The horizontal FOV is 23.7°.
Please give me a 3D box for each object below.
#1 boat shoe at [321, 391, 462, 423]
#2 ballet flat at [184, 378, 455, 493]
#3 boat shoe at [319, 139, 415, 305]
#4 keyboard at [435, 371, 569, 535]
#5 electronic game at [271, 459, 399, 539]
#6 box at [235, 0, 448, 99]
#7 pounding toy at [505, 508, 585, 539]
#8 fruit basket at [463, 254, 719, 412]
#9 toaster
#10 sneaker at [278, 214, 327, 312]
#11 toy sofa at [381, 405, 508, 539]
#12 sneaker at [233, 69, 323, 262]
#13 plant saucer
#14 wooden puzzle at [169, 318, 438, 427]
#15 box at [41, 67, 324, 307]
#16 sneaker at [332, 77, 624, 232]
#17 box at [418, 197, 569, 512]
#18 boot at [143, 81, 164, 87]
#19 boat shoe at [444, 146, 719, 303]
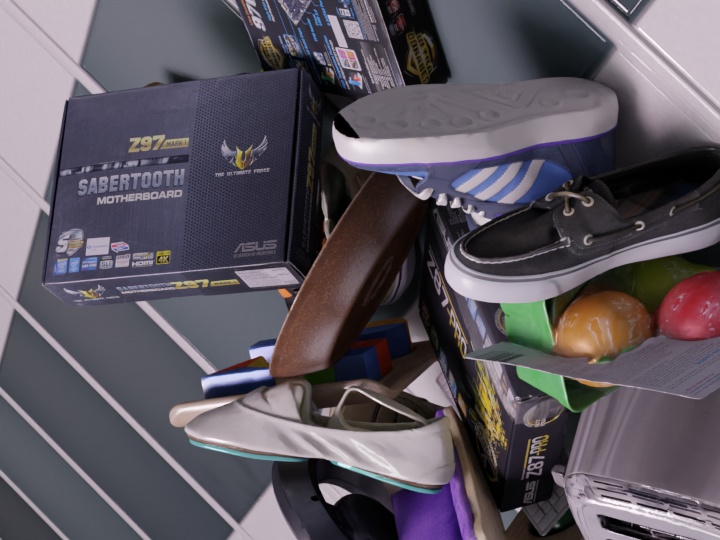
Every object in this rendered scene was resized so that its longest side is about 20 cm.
[{"bbox_3d":[0.037,0.141,1.456,0.200,0.075,0.068,19,170,-39],"label":"boat shoe"},{"bbox_3d":[-0.026,0.112,1.257,0.200,0.069,0.069,11,144,4],"label":"ballet flat"},{"bbox_3d":[-0.004,-0.040,1.385,0.072,0.062,0.200,28,146,31],"label":"boat shoe"},{"bbox_3d":[0.117,0.126,1.360,0.011,0.056,0.200,34,-166,-39],"label":"keyboard"},{"bbox_3d":[0.008,0.214,1.374,0.200,0.042,0.200,38,-164,-13],"label":"electronic game"},{"bbox_3d":[-0.033,-0.216,1.223,0.159,0.046,0.200,16,139,43],"label":"box"},{"bbox_3d":[0.180,0.228,1.375,0.142,0.184,0.200,-20,110,46],"label":"pounding toy"},{"bbox_3d":[0.196,0.039,1.094,0.200,0.185,0.094,13,121,47],"label":"fruit basket"},{"bbox_3d":[0.235,0.140,1.183,0.200,0.129,0.114,12,150,26],"label":"toaster"},{"bbox_3d":[-0.045,-0.007,1.421,0.090,0.070,0.200,58,177,31],"label":"sneaker"},{"bbox_3d":[0.064,0.197,1.285,0.098,0.083,0.200,58,-171,-27],"label":"toy sofa"},{"bbox_3d":[-0.074,-0.073,1.317,0.074,0.081,0.200,88,171,-53],"label":"sneaker"},{"bbox_3d":[0.000,0.000,1.258,0.037,0.200,0.200,30,149,7],"label":"plant saucer"},{"bbox_3d":[-0.036,0.078,1.384,0.185,0.200,0.046,-10,94,21],"label":"wooden puzzle"},{"bbox_3d":[-0.130,-0.060,1.264,0.200,0.158,0.051,-4,156,19],"label":"box"},{"bbox_3d":[0.076,-0.045,1.128,0.081,0.200,0.147,-124,31,-52],"label":"sneaker"},{"bbox_3d":[0.098,0.056,1.285,0.161,0.049,0.200,96,159,-54],"label":"box"},{"bbox_3d":[-0.112,-0.064,1.493,0.155,0.072,0.200,15,135,41],"label":"boot"},{"bbox_3d":[0.145,-0.034,1.078,0.069,0.200,0.057,-125,27,-47],"label":"boat shoe"}]
